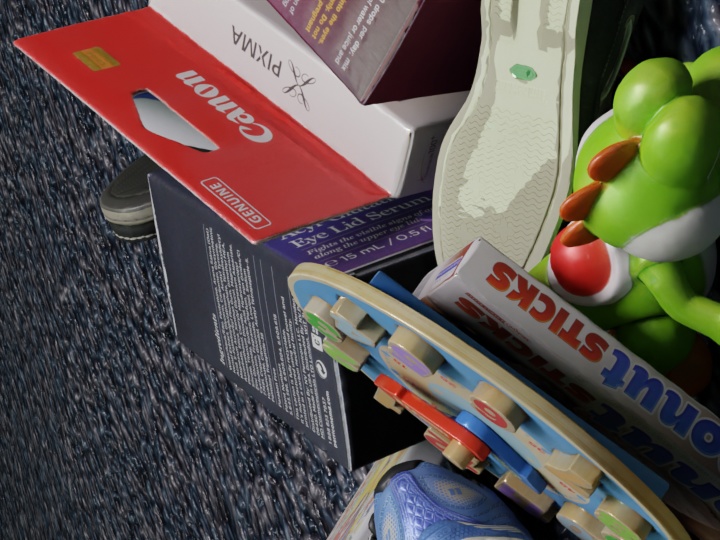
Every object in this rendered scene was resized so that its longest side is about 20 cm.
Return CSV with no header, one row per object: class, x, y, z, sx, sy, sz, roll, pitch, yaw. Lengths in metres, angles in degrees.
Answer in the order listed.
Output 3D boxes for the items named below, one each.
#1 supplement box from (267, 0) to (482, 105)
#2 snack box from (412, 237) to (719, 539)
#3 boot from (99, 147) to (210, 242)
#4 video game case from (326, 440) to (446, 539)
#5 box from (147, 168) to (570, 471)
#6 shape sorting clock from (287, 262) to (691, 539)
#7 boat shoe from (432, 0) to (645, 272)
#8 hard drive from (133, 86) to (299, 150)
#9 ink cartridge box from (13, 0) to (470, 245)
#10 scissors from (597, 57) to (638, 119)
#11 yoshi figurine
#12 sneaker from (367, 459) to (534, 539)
supplement box,-0.005,-0.177,0.871,0.200,0.110,0.086,49,127,24
snack box,0.111,0.062,0.761,0.200,0.024,0.072,37,160,-5
boot,-0.053,-0.014,1.090,0.073,0.204,0.154,15,122,44
video game case,0.011,0.131,1.035,0.023,0.200,0.182,33,153,0
box,0.000,0.000,0.952,0.200,0.148,0.104,29,133,53
shape sorting clock,0.050,0.063,0.754,0.200,0.039,0.200,36,174,5
boat shoe,0.084,-0.072,0.812,0.072,0.068,0.200,27,117,34
hard drive,-0.052,-0.110,1.003,0.200,0.132,0.025,-89,11,-64
ink cartridge box,-0.042,-0.100,0.905,0.200,0.176,0.045,39,130,32
scissors,0.100,-0.060,0.907,0.200,0.014,0.073,114,136,-60
yoshi figurine,0.137,-0.024,0.747,0.112,0.112,0.200,24,156,12
sneaker,0.055,0.137,0.848,0.089,0.079,0.200,57,178,31
